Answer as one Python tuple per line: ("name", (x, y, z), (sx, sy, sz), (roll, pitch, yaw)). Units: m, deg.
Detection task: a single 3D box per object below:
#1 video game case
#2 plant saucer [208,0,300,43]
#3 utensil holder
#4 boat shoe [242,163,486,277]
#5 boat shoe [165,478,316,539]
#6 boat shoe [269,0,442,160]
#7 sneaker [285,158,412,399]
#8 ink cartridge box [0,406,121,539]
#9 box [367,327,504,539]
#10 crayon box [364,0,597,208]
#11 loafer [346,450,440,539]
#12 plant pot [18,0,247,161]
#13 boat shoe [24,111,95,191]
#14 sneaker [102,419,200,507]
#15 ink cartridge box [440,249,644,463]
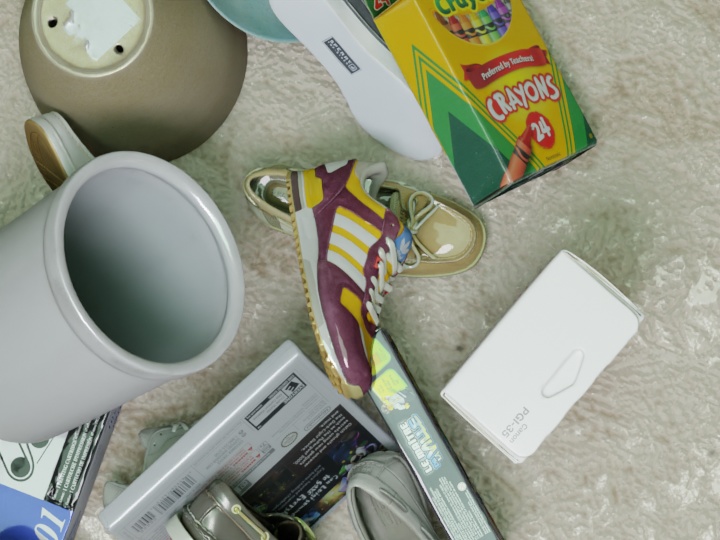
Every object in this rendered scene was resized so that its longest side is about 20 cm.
("video game case", (-0.083, 0.164, 1.663), (0.200, 0.182, 0.023), (-43, 50, 0))
("plant saucer", (-0.074, -0.282, 1.703), (0.200, 0.039, 0.203), (0, 91, -37))
("utensil holder", (-0.212, 0.027, 1.594), (0.199, 0.169, 0.171), (-27, 85, 43))
("boat shoe", (0.003, -0.043, 1.713), (0.199, 0.063, 0.074), (18, 89, 4))
("boat shoe", (-0.067, 0.219, 1.651), (0.060, 0.201, 0.072), (-48, 46, 6))
("boat shoe", (0.008, -0.176, 1.702), (0.200, 0.071, 0.068), (47, 50, -21))
("sneaker", (0.000, 0.000, 1.621), (0.089, 0.075, 0.201), (-12, 62, 0))
("ink cartridge box", (-0.266, 0.168, 1.729), (0.093, 0.044, 0.201), (20, 89, 6))
("box", (0.052, 0.141, 1.680), (0.035, 0.110, 0.201), (-29, 87, 1))
("crayon box", (0.092, -0.162, 1.682), (0.051, 0.127, 0.201), (-32, 86, 43))
("loafer", (0.043, 0.241, 1.683), (0.070, 0.070, 0.201), (-27, 95, 29))
("plant pot", (-0.190, -0.184, 1.662), (0.186, 0.200, 0.189), (0, 87, 3))
("boat shoe", (-0.195, -0.058, 1.692), (0.069, 0.071, 0.201), (-40, 128, -13))
("sneaker", (-0.128, 0.143, 1.711), (0.200, 0.076, 0.092), (-44, 79, -2))
("ink cartridge box", (0.137, 0.064, 1.632), (0.083, 0.200, 0.147), (41, 90, 4))
